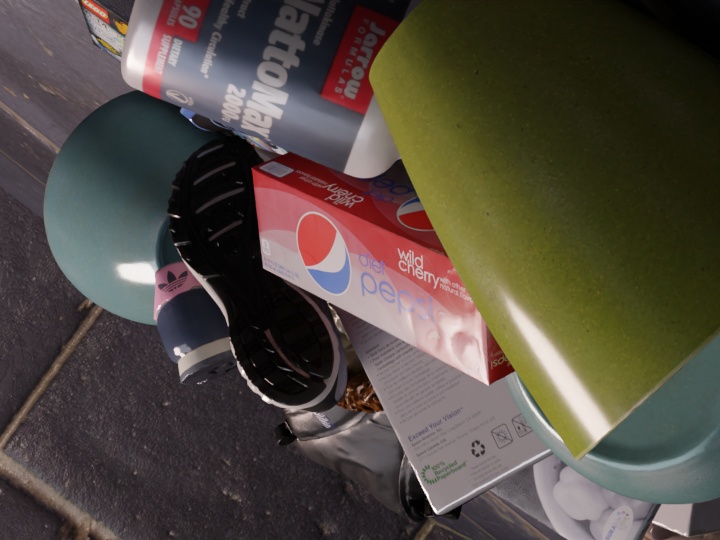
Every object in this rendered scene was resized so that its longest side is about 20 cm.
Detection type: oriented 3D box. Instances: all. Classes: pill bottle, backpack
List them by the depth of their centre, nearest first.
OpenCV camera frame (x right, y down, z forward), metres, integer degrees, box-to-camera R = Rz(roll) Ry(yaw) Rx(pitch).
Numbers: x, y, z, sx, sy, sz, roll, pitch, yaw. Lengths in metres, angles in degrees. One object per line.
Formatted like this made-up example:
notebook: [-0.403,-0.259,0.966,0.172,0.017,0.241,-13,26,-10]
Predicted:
pill bottle: [-0.014,-0.118,0.965,0.199,0.120,0.120,21,169,0]
backpack: [0.043,0.085,1.449,0.166,0.127,0.200,27,130,-4]

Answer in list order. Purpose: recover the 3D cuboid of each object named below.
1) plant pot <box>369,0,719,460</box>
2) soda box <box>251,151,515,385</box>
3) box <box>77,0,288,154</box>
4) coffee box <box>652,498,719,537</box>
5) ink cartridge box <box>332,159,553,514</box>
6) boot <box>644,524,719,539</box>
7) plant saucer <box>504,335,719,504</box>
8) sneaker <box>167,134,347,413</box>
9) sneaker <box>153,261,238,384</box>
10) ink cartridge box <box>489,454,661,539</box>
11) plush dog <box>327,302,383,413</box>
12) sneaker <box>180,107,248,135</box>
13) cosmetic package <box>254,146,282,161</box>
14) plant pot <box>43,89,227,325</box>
plant pot: [0.104,-0.049,0.851,0.200,0.187,0.187,48,172,9]
soda box: [0.025,-0.010,1.005,0.200,0.063,0.070,26,130,46]
box: [-0.123,-0.155,1.403,0.200,0.040,0.137,34,169,6]
coffee box: [0.204,0.120,1.315,0.114,0.080,0.200,-1,-169,-38]
ink cartridge box: [0.077,0.015,1.076,0.041,0.199,0.201,-16,-104,-54]
boot: [0.298,0.184,1.444,0.147,0.199,0.070,105,151,-47]
plant saucer: [0.148,0.033,0.981,0.200,0.201,0.036,30,-154,27]
sneaker: [-0.065,0.005,1.168,0.201,0.074,0.079,67,-173,22]
sneaker: [-0.106,0.033,1.298,0.200,0.070,0.082,104,141,-85]
ink cartridge box: [0.120,0.048,1.112,0.200,0.199,0.043,30,-157,15]
plush dog: [0.000,0.000,1.242,0.200,0.172,0.161,50,175,13]
sneaker: [-0.057,-0.105,1.132,0.078,0.070,0.200,42,169,-8]
cosmetic package: [-0.039,-0.023,1.399,0.090,0.107,0.200,32,-174,15]
plant pot: [-0.144,-0.039,1.490,0.200,0.200,0.135,41,177,-29]
